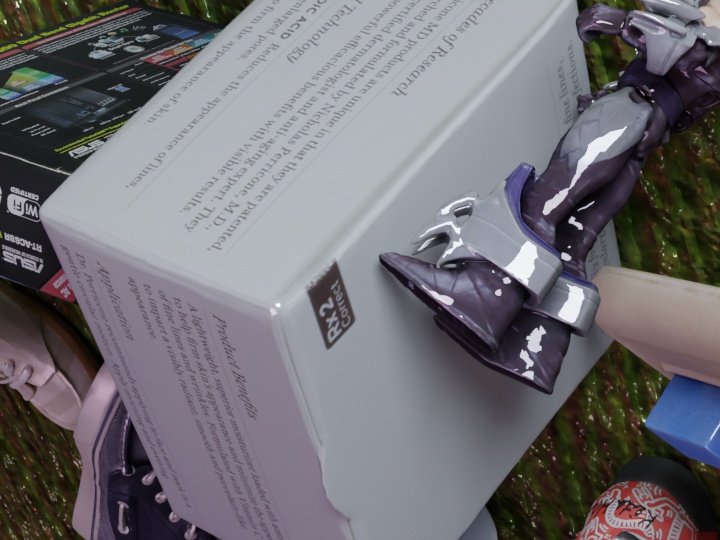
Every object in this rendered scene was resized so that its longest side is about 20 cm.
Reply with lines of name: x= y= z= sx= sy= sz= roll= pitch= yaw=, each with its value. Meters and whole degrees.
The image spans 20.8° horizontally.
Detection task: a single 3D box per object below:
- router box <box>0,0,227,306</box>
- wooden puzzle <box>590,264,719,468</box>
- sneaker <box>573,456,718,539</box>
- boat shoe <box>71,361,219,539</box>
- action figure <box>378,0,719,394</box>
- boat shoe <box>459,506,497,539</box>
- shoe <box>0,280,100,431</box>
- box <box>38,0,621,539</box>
router box: x=-0.114 y=-0.060 z=0.898 sx=0.149 sy=0.200 sz=0.062 roll=19 pitch=120 yaw=30
wooden puzzle: x=0.188 y=0.082 z=0.780 sx=0.200 sy=0.046 sz=0.185 roll=40 pitch=172 yaw=-19
sneaker: x=0.153 y=0.201 z=0.961 sx=0.067 sy=0.108 sz=0.202 roll=-5 pitch=120 yaw=44
boat shoe: x=-0.117 y=0.117 z=1.173 sx=0.092 sy=0.075 sz=0.200 roll=29 pitch=147 yaw=10
action figure: x=0.098 y=-0.054 z=0.734 sx=0.069 sy=0.200 sz=0.130 roll=36 pitch=173 yaw=21
boat shoe: x=-0.006 y=0.122 z=1.078 sx=0.200 sy=0.073 sz=0.066 roll=36 pitch=146 yaw=29
shoe: x=-0.236 y=0.034 z=1.214 sx=0.200 sy=0.053 sz=0.070 roll=44 pitch=142 yaw=3
box: x=0.000 y=0.000 z=0.826 sx=0.130 sy=0.200 sz=0.199 roll=23 pitch=146 yaw=33
